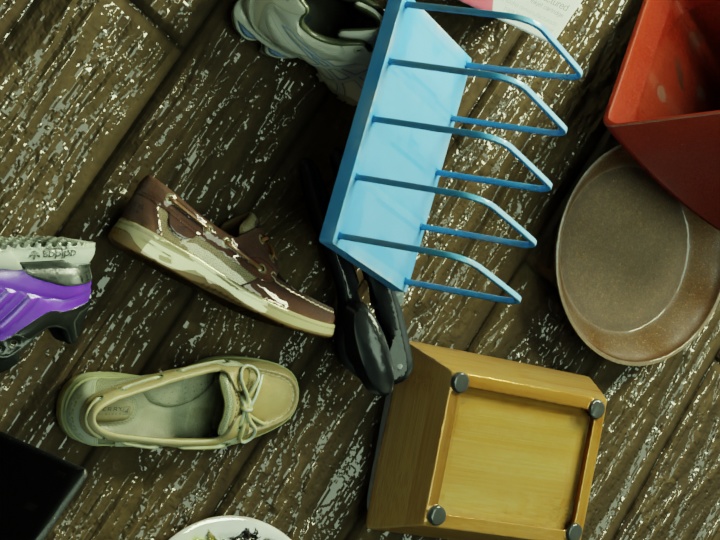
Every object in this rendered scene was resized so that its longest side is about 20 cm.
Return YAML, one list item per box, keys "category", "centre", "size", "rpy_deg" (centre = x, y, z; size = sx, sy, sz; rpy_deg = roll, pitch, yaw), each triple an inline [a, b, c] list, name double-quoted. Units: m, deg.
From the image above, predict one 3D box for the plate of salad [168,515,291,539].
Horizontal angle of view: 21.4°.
- category: "plate of salad"
  centre: [-0.094, 0.290, 1.481]
  size: [0.200, 0.048, 0.201]
  rpy_deg: [8, 76, -37]

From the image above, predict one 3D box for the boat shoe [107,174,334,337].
- category: "boat shoe"
  centre: [-0.094, -0.011, 1.457]
  size: [0.200, 0.072, 0.072]
  rpy_deg: [28, 82, -25]

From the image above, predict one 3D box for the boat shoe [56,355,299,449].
- category: "boat shoe"
  centre: [-0.128, 0.104, 1.449]
  size: [0.200, 0.063, 0.073]
  rpy_deg: [2, 94, -32]

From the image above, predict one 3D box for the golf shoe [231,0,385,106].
- category: "golf shoe"
  centre: [0.000, -0.175, 1.481]
  size: [0.200, 0.097, 0.079]
  rpy_deg: [17, 84, -34]

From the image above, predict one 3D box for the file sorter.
- category: "file sorter"
  centre: [0.075, -0.087, 1.445]
  size: [0.139, 0.122, 0.200]
  rpy_deg: [33, 71, -60]

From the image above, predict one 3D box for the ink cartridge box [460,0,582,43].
- category: "ink cartridge box"
  centre: [0.140, -0.303, 1.514]
  size: [0.146, 0.083, 0.200]
  rpy_deg: [20, 114, -32]

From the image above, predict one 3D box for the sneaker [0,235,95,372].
- category: "sneaker"
  centre: [-0.278, 0.028, 1.342]
  size: [0.200, 0.070, 0.100]
  rpy_deg: [-2, 99, -32]

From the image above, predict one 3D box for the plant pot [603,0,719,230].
- category: "plant pot"
  centre: [0.350, -0.142, 1.633]
  size: [0.176, 0.200, 0.200]
  rpy_deg: [56, 43, -38]

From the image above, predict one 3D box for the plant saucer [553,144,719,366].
- category: "plant saucer"
  centre: [0.241, -0.017, 1.687]
  size: [0.200, 0.037, 0.201]
  rpy_deg: [-4, 98, -33]

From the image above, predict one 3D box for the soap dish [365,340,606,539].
- category: "soap dish"
  centre: [0.110, 0.153, 1.596]
  size: [0.200, 0.081, 0.158]
  rpy_deg: [12, 89, -32]

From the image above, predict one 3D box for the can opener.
- category: "can opener"
  centre: [0.000, 0.000, 1.522]
  size: [0.063, 0.079, 0.201]
  rpy_deg: [-15, 94, -22]

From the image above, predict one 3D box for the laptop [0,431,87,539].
- category: "laptop"
  centre: [-0.247, 0.231, 1.315]
  size: [0.116, 0.187, 0.200]
  rpy_deg: [43, 73, -29]
